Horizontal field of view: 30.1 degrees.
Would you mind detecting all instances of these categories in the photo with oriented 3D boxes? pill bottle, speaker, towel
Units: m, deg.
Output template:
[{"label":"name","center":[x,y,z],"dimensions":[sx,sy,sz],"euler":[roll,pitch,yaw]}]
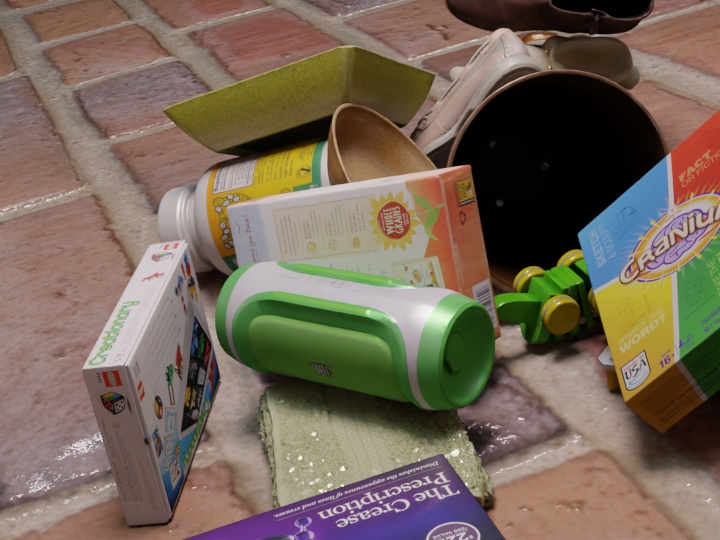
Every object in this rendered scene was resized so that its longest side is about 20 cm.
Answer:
[{"label":"pill bottle","center":[-0.084,-0.055,1.248],"dimensions":[0.199,0.113,0.113],"euler":[-10,22,25]},{"label":"speaker","center":[-0.007,0.044,0.957],"dimensions":[0.199,0.089,0.088],"euler":[9,31,36]},{"label":"towel","center":[0.005,0.122,0.932],"dimensions":[0.147,0.037,0.200],"euler":[-12,24,-4]}]

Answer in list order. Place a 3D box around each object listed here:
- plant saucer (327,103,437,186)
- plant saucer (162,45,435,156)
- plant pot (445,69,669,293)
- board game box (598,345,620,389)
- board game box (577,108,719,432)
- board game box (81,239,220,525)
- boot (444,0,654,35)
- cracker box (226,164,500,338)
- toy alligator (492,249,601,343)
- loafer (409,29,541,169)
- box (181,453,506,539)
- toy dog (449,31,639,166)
[{"label":"plant saucer","center":[0.032,-0.052,1.152],"dimensions":[0.035,0.200,0.200],"euler":[-36,15,24]},{"label":"plant saucer","center":[-0.049,-0.146,1.256],"dimensions":[0.199,0.048,0.199],"euler":[-15,-6,25]},{"label":"plant pot","center":[0.150,-0.079,1.166],"dimensions":[0.186,0.188,0.200],"euler":[-13,9,-4]},{"label":"board game box","center":[0.305,0.042,0.987],"dimensions":[0.199,0.026,0.200],"euler":[6,29,33]},{"label":"board game box","center":[0.230,-0.007,0.917],"dimensions":[0.153,0.040,0.200],"euler":[-44,25,24]},{"label":"board game box","center":[-0.148,0.076,0.987],"dimensions":[0.034,0.127,0.200],"euler":[-7,24,8]},{"label":"boot","center":[0.178,-0.264,1.289],"dimensions":[0.199,0.073,0.166],"euler":[5,9,5]},{"label":"cracker box","center":[0.000,0.000,1.036],"dimensions":[0.199,0.135,0.058],"euler":[-6,9,33]},{"label":"toy alligator","center":[0.188,0.017,1.054],"dimensions":[0.199,0.055,0.059],"euler":[-20,34,-15]},{"label":"loafer","center":[0.098,-0.146,1.297],"dimensions":[0.072,0.200,0.063],"euler":[12,44,-37]},{"label":"box","center":[-0.016,0.193,0.739],"dimensions":[0.199,0.079,0.141],"euler":[-17,27,-12]},{"label":"toy dog","center":[0.194,-0.180,1.401],"dimensions":[0.193,0.140,0.200],"euler":[2,14,9]}]
